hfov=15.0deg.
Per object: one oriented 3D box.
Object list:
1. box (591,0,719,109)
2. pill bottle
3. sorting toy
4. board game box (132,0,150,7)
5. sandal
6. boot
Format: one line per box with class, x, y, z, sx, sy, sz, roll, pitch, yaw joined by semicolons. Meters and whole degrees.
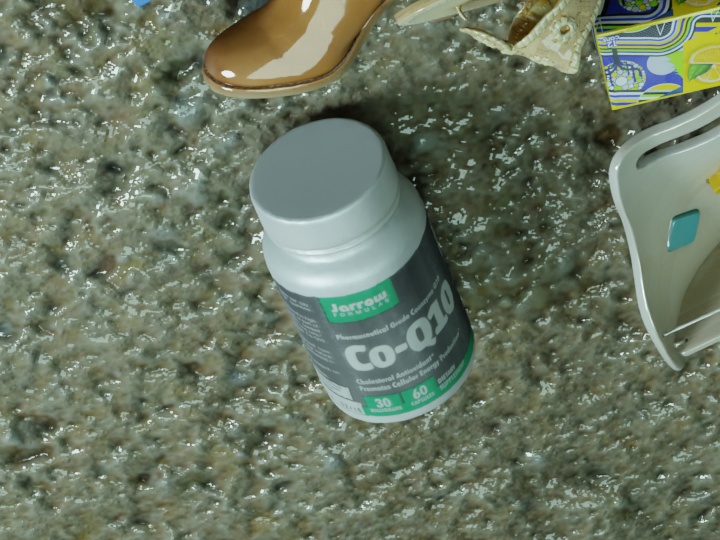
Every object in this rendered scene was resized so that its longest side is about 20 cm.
box;0.247;-0.167;1.743;0.200;0.064;0.070;-13;135;4
pill bottle;0.000;0.000;1.837;0.113;0.113;0.200;-16;135;8
sorting toy;0.252;-0.051;1.814;0.200;0.107;0.180;-26;139;16
board game box;-0.058;-0.254;1.553;0.200;0.152;0.045;-27;131;17
sandal;0.129;-0.157;1.675;0.212;0.070;0.078;-19;176;-22
boot;-0.022;-0.195;1.664;0.200;0.077;0.155;-19;137;6
